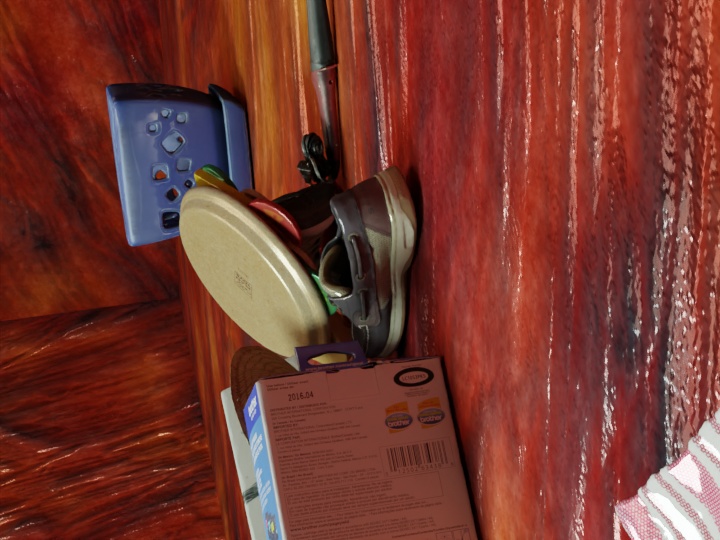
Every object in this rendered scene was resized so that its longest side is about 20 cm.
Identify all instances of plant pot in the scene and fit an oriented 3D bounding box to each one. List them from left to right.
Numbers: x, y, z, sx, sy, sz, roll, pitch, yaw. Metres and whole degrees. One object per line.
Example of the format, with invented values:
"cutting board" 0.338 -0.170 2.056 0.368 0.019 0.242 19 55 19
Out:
"plant pot" -0.245 -0.155 1.920 0.200 0.178 0.202 -132 36 -71

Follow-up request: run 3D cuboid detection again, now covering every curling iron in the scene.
"curling iron" -0.034 -0.167 1.204 0.050 0.025 0.202 -36 -49 -60

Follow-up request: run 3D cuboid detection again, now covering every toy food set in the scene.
"toy food set" -0.090 -0.001 1.279 0.199 0.049 0.199 33 151 33

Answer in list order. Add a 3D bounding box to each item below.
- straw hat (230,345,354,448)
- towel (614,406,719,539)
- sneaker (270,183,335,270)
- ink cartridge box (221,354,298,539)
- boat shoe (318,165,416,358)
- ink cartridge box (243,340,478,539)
"straw hat" -0.006 0.122 1.082 0.201 0.085 0.202 49 -161 -22
"towel" 0.143 0.114 0.473 0.200 0.030 0.148 104 155 -62
"sneaker" -0.047 -0.016 1.333 0.116 0.075 0.200 65 165 -7
"ink cartridge box" -0.036 0.196 1.190 0.147 0.082 0.201 54 -166 -46
"boat shoe" 0.000 0.000 1.046 0.201 0.064 0.072 97 160 -56
"ink cartridge box" -0.001 0.139 0.960 0.076 0.135 0.202 124 138 -66
